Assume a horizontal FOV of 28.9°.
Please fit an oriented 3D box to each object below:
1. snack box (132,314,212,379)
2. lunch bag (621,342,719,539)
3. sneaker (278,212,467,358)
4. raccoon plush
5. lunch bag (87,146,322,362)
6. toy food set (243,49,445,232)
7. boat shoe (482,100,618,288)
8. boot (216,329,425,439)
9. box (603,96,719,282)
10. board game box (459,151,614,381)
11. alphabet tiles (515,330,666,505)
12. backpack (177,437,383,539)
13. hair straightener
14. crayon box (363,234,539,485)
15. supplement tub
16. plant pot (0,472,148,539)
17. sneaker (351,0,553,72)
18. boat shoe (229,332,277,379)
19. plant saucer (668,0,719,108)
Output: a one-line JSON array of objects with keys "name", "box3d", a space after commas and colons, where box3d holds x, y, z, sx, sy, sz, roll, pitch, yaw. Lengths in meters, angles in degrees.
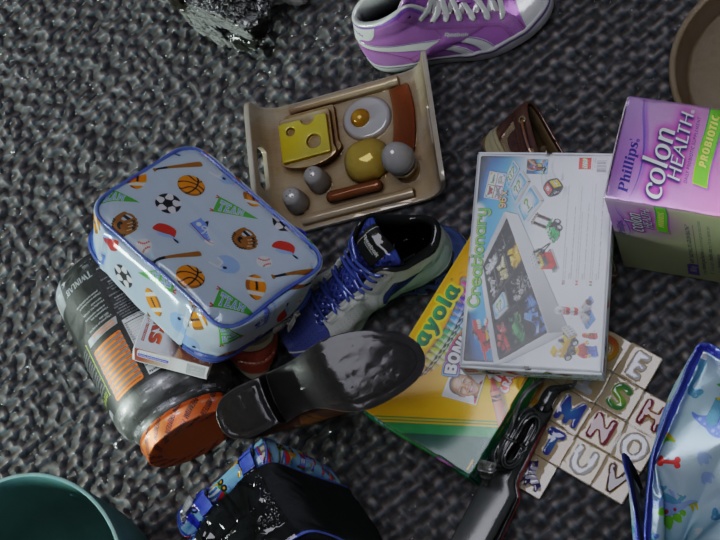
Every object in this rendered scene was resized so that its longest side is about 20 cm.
[{"name": "snack box", "box3d": [-0.153, 0.007, 1.311, 0.071, 0.024, 0.201, 14, 52, -2]}, {"name": "lunch bag", "box3d": [0.281, 0.180, 1.138, 0.127, 0.170, 0.201, 22, 81, 21]}, {"name": "sneaker", "box3d": [0.001, 0.000, 1.311, 0.199, 0.115, 0.081, -30, 65, 5]}, {"name": "raccoon plush", "box3d": [-0.138, -0.320, 1.432, 0.096, 0.200, 0.135, 9, 71, 52]}, {"name": "lunch bag", "box3d": [-0.136, -0.016, 1.270, 0.200, 0.076, 0.160, 42, 50, 15]}, {"name": "toy food set", "box3d": [-0.017, -0.127, 1.385, 0.199, 0.060, 0.145, -13, 69, 14]}, {"name": "boat shoe", "box3d": [0.188, -0.072, 1.295, 0.072, 0.072, 0.201, -46, 55, 31]}, {"name": "boot", "box3d": [-0.018, 0.101, 1.243, 0.187, 0.200, 0.069, -28, 83, 10]}, {"name": "box", "box3d": [0.324, -0.059, 1.203, 0.199, 0.176, 0.097, 10, 75, 20]}, {"name": "board game box", "box3d": [0.159, -0.006, 1.237, 0.125, 0.035, 0.202, 2, 75, 15]}, {"name": "alphabet tiles", "box3d": [0.177, 0.121, 1.277, 0.199, 0.008, 0.168, 29, 82, 23]}, {"name": "backpack", "box3d": [-0.095, 0.266, 1.223, 0.200, 0.182, 0.135, -44, 57, 11]}, {"name": "hair straightener", "box3d": [0.133, 0.175, 1.226, 0.041, 0.077, 0.201, 30, 87, 24]}, {"name": "crayon box", "box3d": [0.107, 0.079, 1.276, 0.118, 0.058, 0.201, 29, 82, 22]}, {"name": "supplement tub", "box3d": [-0.201, 0.079, 1.338, 0.122, 0.123, 0.201, -32, 67, 3]}, {"name": "plant pot", "box3d": [-0.267, 0.296, 1.261, 0.199, 0.161, 0.202, -6, 71, 17]}, {"name": "sneaker", "box3d": [0.089, -0.257, 1.373, 0.199, 0.114, 0.073, -17, 66, 9]}, {"name": "boat shoe", "box3d": [-0.124, 0.013, 1.368, 0.071, 0.063, 0.201, -15, 54, -9]}, {"name": "plant saucer", "box3d": [0.391, -0.189, 1.308, 0.199, 0.029, 0.202, -5, 71, 15]}]
